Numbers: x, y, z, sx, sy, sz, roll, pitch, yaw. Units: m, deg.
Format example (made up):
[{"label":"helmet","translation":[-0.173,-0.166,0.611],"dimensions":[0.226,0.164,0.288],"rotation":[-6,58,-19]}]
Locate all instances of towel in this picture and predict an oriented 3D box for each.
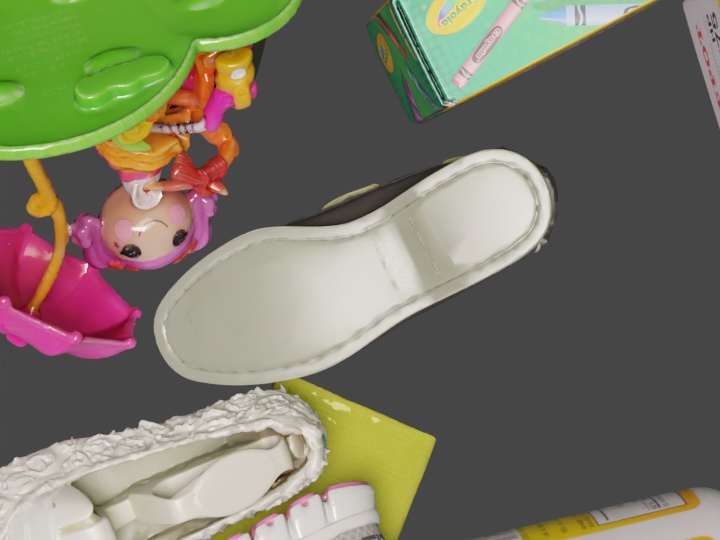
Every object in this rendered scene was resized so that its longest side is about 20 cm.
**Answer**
[{"label":"towel","translation":[-0.038,0.154,1.239],"dimensions":[0.086,0.018,0.201],"rotation":[24,73,-5]}]

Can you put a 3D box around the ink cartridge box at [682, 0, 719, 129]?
[{"label":"ink cartridge box","translation":[0.251,-0.086,1.201],"dimensions":[0.145,0.200,0.148],"rotation":[-18,91,-4]}]

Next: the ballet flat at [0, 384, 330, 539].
[{"label":"ballet flat","translation":[-0.103,0.104,1.190],"dimensions":[0.199,0.072,0.072],"rotation":[-23,92,-15]}]

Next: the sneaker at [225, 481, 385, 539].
[{"label":"sneaker","translation":[-0.059,0.175,1.181],"dimensions":[0.199,0.074,0.088],"rotation":[-29,77,-21]}]

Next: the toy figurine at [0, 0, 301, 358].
[{"label":"toy figurine","translation":[-0.117,-0.046,1.187],"dimensions":[0.199,0.185,0.151],"rotation":[-18,48,-15]}]

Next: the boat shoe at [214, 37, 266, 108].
[{"label":"boat shoe","translation":[-0.069,-0.178,1.240],"dimensions":[0.065,0.072,0.203],"rotation":[6,83,0]}]

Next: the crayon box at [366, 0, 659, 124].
[{"label":"crayon box","translation":[0.106,-0.141,1.228],"dimensions":[0.199,0.119,0.059],"rotation":[-28,92,-5]}]

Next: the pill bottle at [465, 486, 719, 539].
[{"label":"pill bottle","translation":[0.130,0.165,1.230],"dimensions":[0.198,0.113,0.114],"rotation":[-13,90,-6]}]

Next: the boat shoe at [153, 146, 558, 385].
[{"label":"boat shoe","translation":[0.000,0.000,1.241],"dimensions":[0.200,0.061,0.072],"rotation":[-22,90,13]}]
